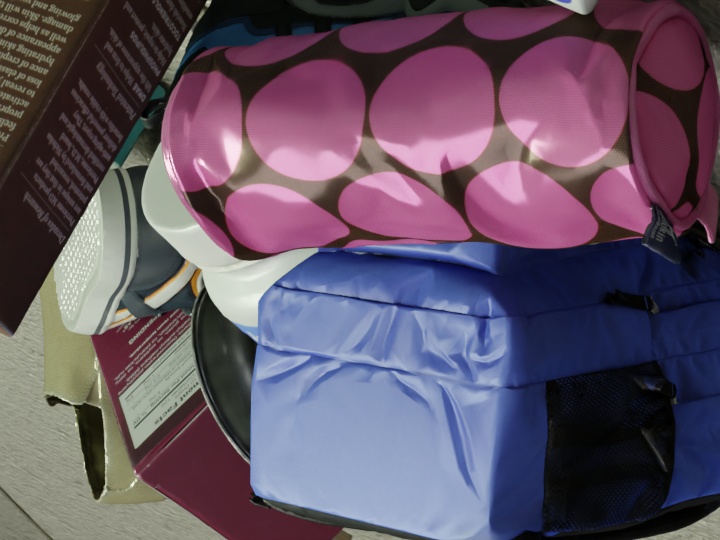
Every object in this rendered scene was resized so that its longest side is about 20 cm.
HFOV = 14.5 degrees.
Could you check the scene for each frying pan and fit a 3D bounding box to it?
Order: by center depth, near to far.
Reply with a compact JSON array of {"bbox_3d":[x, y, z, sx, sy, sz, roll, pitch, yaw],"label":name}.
[{"bbox_3d":[-0.014,0.050,1.382,0.031,0.115,0.190,-28,164,33],"label":"frying pan"}]

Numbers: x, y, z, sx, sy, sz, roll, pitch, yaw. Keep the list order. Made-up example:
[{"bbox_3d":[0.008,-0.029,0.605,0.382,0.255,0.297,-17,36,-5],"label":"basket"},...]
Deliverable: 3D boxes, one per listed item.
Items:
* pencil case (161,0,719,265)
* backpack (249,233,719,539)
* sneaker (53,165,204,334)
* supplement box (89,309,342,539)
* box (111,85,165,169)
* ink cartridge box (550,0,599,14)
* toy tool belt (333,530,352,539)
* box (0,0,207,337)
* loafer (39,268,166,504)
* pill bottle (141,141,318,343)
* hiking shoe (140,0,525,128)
[{"bbox_3d":[0.031,-0.045,1.040,0.199,0.091,0.094,0,145,29],"label":"pencil case"},{"bbox_3d":[0.079,0.032,1.181,0.200,0.168,0.162,0,-169,-45],"label":"backpack"},{"bbox_3d":[-0.107,-0.011,1.418,0.079,0.079,0.200,-5,177,-15],"label":"sneaker"},{"bbox_3d":[-0.069,0.055,1.473,0.110,0.086,0.200,40,-169,-30],"label":"supplement box"},{"bbox_3d":[-0.177,-0.083,1.467,0.082,0.049,0.200,37,162,-18],"label":"box"},{"bbox_3d":[-0.012,-0.179,0.934,0.200,0.047,0.198,26,165,19],"label":"ink cartridge box"},{"bbox_3d":[-0.047,0.112,1.677,0.125,0.123,0.200,38,162,-23],"label":"toy tool belt"},{"bbox_3d":[-0.141,-0.086,1.140,0.100,0.200,0.075,22,162,25],"label":"box"},{"bbox_3d":[-0.157,0.050,1.660,0.076,0.068,0.201,-9,106,66],"label":"loafer"},{"bbox_3d":[0.000,0.000,1.297,0.200,0.114,0.114,41,160,-33],"label":"pill bottle"},{"bbox_3d":[0.006,-0.070,1.134,0.200,0.087,0.074,14,157,43],"label":"hiking shoe"}]
